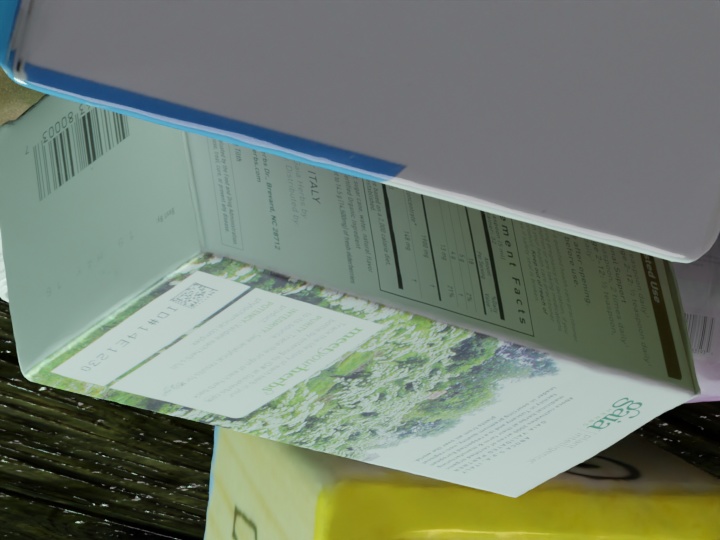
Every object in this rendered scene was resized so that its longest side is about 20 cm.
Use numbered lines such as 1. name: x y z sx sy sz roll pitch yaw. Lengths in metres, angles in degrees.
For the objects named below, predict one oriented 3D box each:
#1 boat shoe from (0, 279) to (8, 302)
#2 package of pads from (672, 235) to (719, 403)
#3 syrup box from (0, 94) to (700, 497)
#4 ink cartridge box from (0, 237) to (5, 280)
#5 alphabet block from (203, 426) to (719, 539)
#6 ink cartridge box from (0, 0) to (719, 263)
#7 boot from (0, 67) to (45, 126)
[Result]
1. boat shoe: -0.070 0.022 1.026 0.200 0.066 0.074 14 155 -37
2. package of pads: 0.046 0.005 0.952 0.200 0.076 0.120 8 174 -23
3. syrup box: 0.000 0.000 0.730 0.200 0.082 0.079 16 143 -42
4. ink cartridge box: -0.194 -0.043 0.874 0.200 0.050 0.161 19 152 -36
5. alphabet block: 0.039 0.165 1.139 0.195 0.197 0.200 2 -172 -16
6. ink cartridge box: -0.005 -0.080 0.563 0.144 0.085 0.200 14 -169 -14
7. boot: -0.065 -0.073 0.725 0.200 0.076 0.074 -3 -164 15
